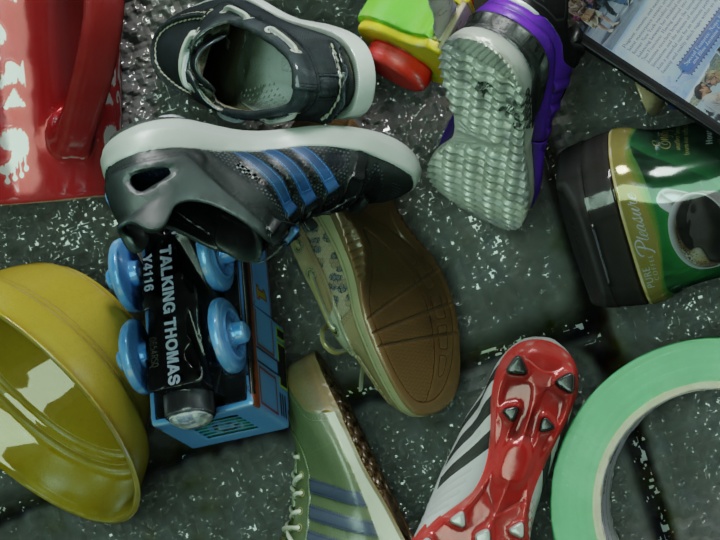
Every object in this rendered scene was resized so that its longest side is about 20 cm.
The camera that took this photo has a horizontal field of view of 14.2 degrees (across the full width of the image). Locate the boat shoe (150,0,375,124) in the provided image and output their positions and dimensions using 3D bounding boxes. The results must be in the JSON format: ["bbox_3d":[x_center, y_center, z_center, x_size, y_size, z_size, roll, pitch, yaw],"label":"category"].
[{"bbox_3d":[-0.074,-0.127,1.740,0.200,0.060,0.076,8,101,51],"label":"boat shoe"}]

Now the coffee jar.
[{"bbox_3d":[0.219,-0.046,1.708,0.200,0.085,0.104,-13,116,12],"label":"coffee jar"}]

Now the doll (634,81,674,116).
[{"bbox_3d":[0.250,-0.168,1.726,0.200,0.048,0.137,-22,86,12],"label":"doll"}]

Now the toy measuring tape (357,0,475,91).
[{"bbox_3d":[0.027,-0.152,1.670,0.073,0.200,0.074,-2,76,9],"label":"toy measuring tape"}]

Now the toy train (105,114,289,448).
[{"bbox_3d":[-0.099,0.007,1.750,0.087,0.114,0.200,-13,67,17],"label":"toy train"}]

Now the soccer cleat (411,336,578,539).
[{"bbox_3d":[0.077,0.134,1.741,0.069,0.085,0.200,22,89,0],"label":"soccer cleat"}]

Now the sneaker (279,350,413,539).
[{"bbox_3d":[-0.022,0.158,1.775,0.090,0.067,0.200,-26,88,6],"label":"sneaker"}]

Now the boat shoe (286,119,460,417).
[{"bbox_3d":[0.000,0.000,1.777,0.063,0.073,0.200,-31,76,48],"label":"boat shoe"}]

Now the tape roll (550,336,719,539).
[{"bbox_3d":[0.215,0.139,1.734,0.200,0.048,0.201,0,90,12],"label":"tape roll"}]

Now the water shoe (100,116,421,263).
[{"bbox_3d":[-0.056,-0.039,1.681,0.200,0.072,0.079,2,67,-25],"label":"water shoe"}]

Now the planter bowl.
[{"bbox_3d":[-0.188,0.056,1.782,0.200,0.200,0.083,38,62,10],"label":"planter bowl"}]

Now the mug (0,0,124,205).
[{"bbox_3d":[-0.207,-0.141,1.767,0.133,0.178,0.200,-4,94,-4],"label":"mug"}]

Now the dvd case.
[{"bbox_3d":[0.215,-0.158,1.684,0.200,0.018,0.143,38,93,35],"label":"dvd case"}]

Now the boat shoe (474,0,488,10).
[{"bbox_3d":[0.017,-0.191,1.764,0.200,0.072,0.072,22,94,11],"label":"boat shoe"}]

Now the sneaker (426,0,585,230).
[{"bbox_3d":[0.095,-0.105,1.709,0.070,0.200,0.100,29,63,13],"label":"sneaker"}]
